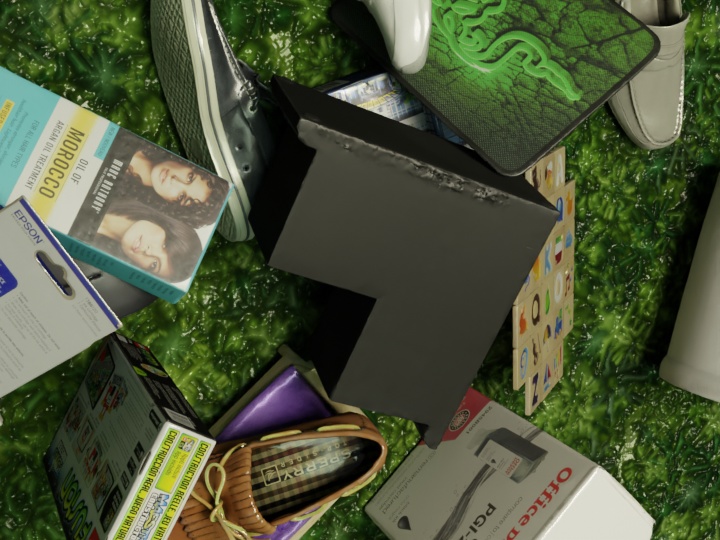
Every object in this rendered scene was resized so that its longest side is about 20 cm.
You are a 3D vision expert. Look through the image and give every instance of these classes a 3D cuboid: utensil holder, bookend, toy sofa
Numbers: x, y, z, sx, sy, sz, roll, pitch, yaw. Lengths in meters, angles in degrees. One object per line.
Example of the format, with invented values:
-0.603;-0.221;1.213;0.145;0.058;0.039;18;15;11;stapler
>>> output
0.372;0.020;0.939;0.169;0.170;0.202;12;95;-27;utensil holder
0.000;0.000;0.743;0.197;0.092;0.201;16;110;-24;bookend
-0.085;0.159;0.798;0.200;0.097;0.083;-44;116;-9;toy sofa

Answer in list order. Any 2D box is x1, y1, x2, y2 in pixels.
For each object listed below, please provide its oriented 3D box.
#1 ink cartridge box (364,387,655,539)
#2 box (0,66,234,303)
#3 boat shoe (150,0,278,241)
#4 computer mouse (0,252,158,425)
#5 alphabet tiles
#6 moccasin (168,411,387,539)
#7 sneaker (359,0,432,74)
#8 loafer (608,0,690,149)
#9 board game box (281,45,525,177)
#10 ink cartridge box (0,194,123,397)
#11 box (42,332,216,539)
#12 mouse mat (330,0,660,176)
0.109;0.195;0.838;0.146;0.200;0.085;-49;116;-7;ink cartridge box
-0.189;-0.059;0.686;0.199;0.049;0.083;26;73;-13;box
-0.095;-0.120;0.743;0.062;0.074;0.202;-27;115;-25;boat shoe
-0.208;0.014;0.730;0.199;0.053;0.140;-27;111;-17;computer mouse
0.149;0.006;0.862;0.166;0.006;0.202;-30;121;-60;alphabet tiles
-0.076;0.153;0.728;0.199;0.078;0.074;-13;87;-8;moccasin
0.000;-0.230;0.747;0.079;0.070;0.202;-13;82;-8;sneaker
0.235;-0.194;0.877;0.069;0.070;0.202;-25;111;-18;loafer
0.061;-0.068;0.832;0.199;0.062;0.202;-24;110;-18;board game box
-0.243;0.031;0.664;0.199;0.039;0.100;-26;108;21;ink cartridge box
-0.158;0.119;0.696;0.035;0.200;0.111;27;91;-26;box
0.096;-0.176;0.774;0.161;0.200;0.008;-41;159;-12;mouse mat
